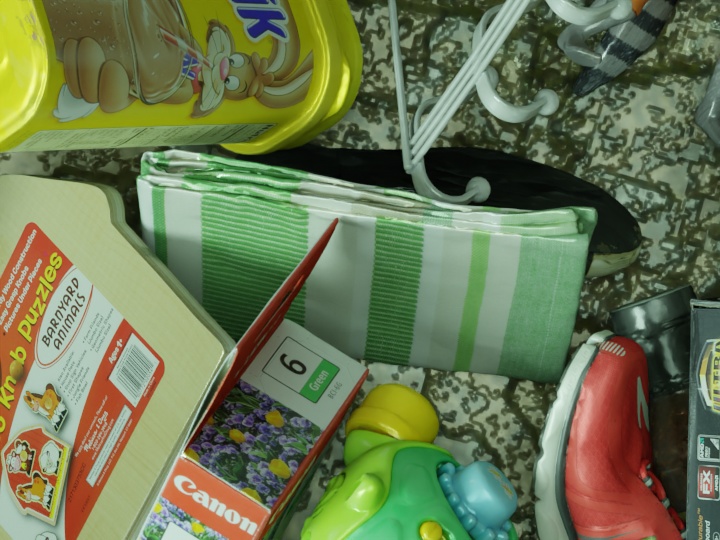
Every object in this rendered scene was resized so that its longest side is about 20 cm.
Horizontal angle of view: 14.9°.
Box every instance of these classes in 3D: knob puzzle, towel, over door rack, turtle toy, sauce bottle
[{"bbox_3d":[-0.148,0.045,1.254,0.219,0.030,0.221,1,92,41],"label":"knob puzzle"},{"bbox_3d":[0.000,0.000,1.240,0.199,0.153,0.024,7,62,1],"label":"towel"},{"bbox_3d":[0.054,-0.148,1.212,0.066,0.148,0.201,2,56,-28],"label":"over door rack"},{"bbox_3d":[0.027,0.156,1.228,0.101,0.201,0.146,16,54,27],"label":"turtle toy"},{"bbox_3d":[0.167,0.106,1.272,0.066,0.066,0.201,-17,89,0],"label":"sauce bottle"}]

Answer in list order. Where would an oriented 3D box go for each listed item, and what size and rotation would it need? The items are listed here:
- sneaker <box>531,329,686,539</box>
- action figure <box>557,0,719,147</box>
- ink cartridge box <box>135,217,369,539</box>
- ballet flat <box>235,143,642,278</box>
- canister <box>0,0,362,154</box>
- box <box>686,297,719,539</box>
[{"bbox_3d":[0.130,0.122,1.230,0.085,0.077,0.201,5,111,31],"label":"sneaker"},{"bbox_3d":[0.143,-0.176,1.262,0.199,0.104,0.194,25,84,-24],"label":"action figure"},{"bbox_3d":[-0.047,0.083,1.199,0.050,0.109,0.200,32,131,4],"label":"ink cartridge box"},{"bbox_3d":[0.032,-0.022,1.289,0.199,0.067,0.057,7,129,2],"label":"ballet flat"},{"bbox_3d":[-0.105,-0.122,1.198,0.086,0.199,0.149,-30,75,37],"label":"canister"},{"bbox_3d":[0.219,0.112,1.219,0.198,0.050,0.201,0,90,-44],"label":"box"}]
